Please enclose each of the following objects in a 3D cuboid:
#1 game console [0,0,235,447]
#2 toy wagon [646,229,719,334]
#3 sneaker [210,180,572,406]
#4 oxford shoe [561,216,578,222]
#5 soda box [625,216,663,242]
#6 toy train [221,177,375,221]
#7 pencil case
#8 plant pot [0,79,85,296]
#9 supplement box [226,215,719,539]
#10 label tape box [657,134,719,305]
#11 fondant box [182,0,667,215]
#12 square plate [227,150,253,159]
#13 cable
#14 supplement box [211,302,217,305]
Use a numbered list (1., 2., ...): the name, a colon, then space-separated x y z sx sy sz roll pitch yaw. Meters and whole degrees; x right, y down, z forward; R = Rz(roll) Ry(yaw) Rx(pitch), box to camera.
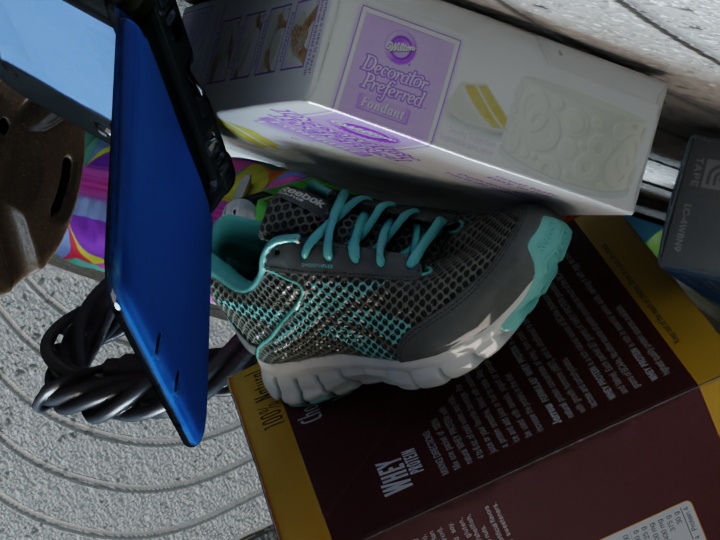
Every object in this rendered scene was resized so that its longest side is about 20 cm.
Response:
1. game console: -0.116 -0.043 0.943 0.171 0.118 0.200 29 164 15
2. toy wagon: 0.236 0.032 1.215 0.200 0.040 0.155 1 -152 -43
3. sneaker: 0.000 0.000 1.015 0.200 0.078 0.091 -19 122 47
4. oxford shoe: 0.120 0.015 1.283 0.200 0.073 0.071 32 -154 9
5. soda box: 0.164 0.012 1.361 0.200 0.068 0.064 17 175 -10
6. toy train: 0.002 -0.035 1.174 0.056 0.042 0.200 14 -164 29
7. pencil case: -0.084 -0.026 1.272 0.088 0.088 0.200 20 174 -43
8. plant pot: -0.258 -0.063 1.217 0.198 0.200 0.200 4 169 32
9. supplement box: 0.068 0.098 1.073 0.200 0.133 0.197 -25 -156 -1
10. label tape box: 0.245 0.001 1.043 0.200 0.066 0.143 10 174 26
11. fondant box: 0.014 -0.069 1.008 0.144 0.058 0.200 18 173 -21
12. square plate: -0.061 -0.077 1.298 0.198 0.028 0.200 12 174 26
13. cable: -0.090 0.026 1.332 0.163 0.200 0.051 43 165 54
14. supplement box: 0.008 -0.002 1.488 0.200 0.101 0.103 20 174 -37
